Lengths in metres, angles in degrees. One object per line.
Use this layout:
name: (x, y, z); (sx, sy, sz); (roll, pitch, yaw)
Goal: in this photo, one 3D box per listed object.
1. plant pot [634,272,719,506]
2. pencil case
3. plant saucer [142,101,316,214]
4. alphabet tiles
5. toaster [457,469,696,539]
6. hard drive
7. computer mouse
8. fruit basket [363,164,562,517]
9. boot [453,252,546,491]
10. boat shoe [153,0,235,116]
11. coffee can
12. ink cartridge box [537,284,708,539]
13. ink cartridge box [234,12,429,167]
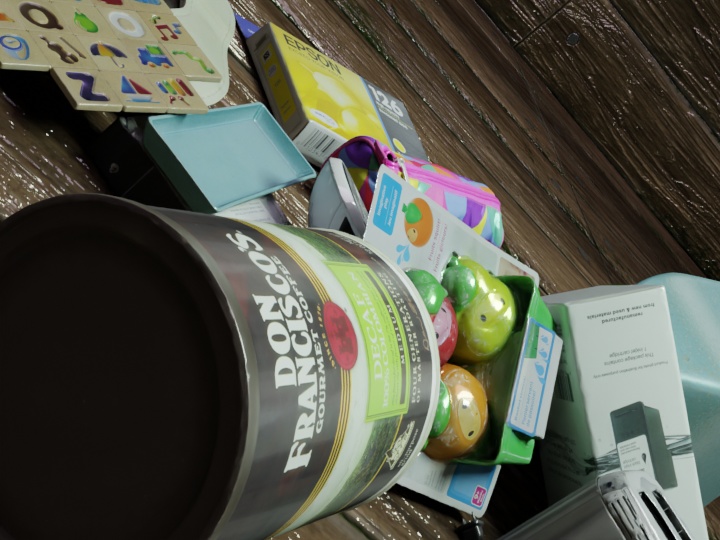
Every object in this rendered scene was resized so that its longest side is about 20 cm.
plant pot: (0.316, 0.123, 1.254); (0.198, 0.196, 0.197); (18, 36, -43)
pencil case: (0.050, -0.058, 1.056); (0.199, 0.088, 0.089); (15, 40, -51)
plant saucer: (-0.084, -0.075, 0.787); (0.070, 0.019, 0.200); (52, 17, 1)
alphabet tiles: (-0.182, -0.166, 0.746); (0.165, 0.006, 0.201); (-6, 50, -48)
toaster: (0.165, 0.221, 0.782); (0.113, 0.129, 0.202); (18, 38, -60)
hard drive: (-0.078, -0.013, 0.773); (0.201, 0.038, 0.139); (55, 19, 6)
computer mouse: (0.000, 0.000, 0.863); (0.111, 0.043, 0.201); (-105, 172, -45)
fruit basket: (0.056, 0.054, 0.791); (0.199, 0.093, 0.188); (35, 65, -50)
boot: (0.118, 0.088, 1.004); (0.199, 0.065, 0.167); (33, 43, -33)
boat shoe: (-0.136, -0.159, 0.864); (0.072, 0.060, 0.203); (51, 20, -26)
coffee can: (-0.065, 0.049, 0.518); (0.147, 0.146, 0.199); (57, 18, 15)
ink cartridge box: (0.190, 0.117, 0.913); (0.147, 0.082, 0.203); (177, -96, -82)
ink cartridge box: (-0.019, -0.161, 1.149); (0.196, 0.047, 0.202); (23, 37, -43)
